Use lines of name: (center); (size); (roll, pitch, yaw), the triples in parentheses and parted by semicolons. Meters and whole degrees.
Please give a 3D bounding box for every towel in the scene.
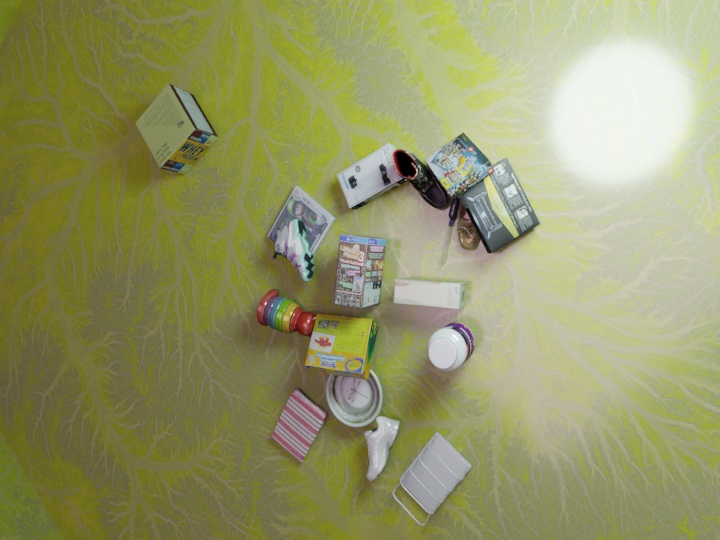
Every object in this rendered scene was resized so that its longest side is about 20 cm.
towel: (-0.205, 0.519, 1.761); (0.144, 0.030, 0.205); (33, 106, 19)

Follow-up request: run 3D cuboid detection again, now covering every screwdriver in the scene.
screwdriver: (0.255, -0.113, 1.536); (0.028, 0.028, 0.207); (15, 95, -8)

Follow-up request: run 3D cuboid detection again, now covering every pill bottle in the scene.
pill bottle: (0.250, 0.212, 1.458); (0.108, 0.199, 0.117); (1, 93, 22)

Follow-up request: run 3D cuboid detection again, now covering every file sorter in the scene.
file sorter: (0.202, 0.610, 1.534); (0.138, 0.124, 0.203); (40, 106, 17)

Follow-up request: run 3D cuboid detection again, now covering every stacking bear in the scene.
stacking bear: (-0.229, 0.153, 1.718); (0.194, 0.113, 0.126); (17, 98, 17)

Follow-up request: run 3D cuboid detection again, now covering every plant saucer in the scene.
plant saucer: (-0.014, 0.384, 1.659); (0.193, 0.050, 0.209); (1, 92, 24)

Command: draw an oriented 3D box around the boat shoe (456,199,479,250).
boat shoe: (0.305, -0.161, 1.496); (0.071, 0.062, 0.209); (1, 92, 23)

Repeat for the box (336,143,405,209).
box: (0.036, -0.286, 1.610); (0.195, 0.060, 0.120); (-25, 82, 22)

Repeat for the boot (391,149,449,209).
boot: (0.168, -0.263, 1.504); (0.073, 0.150, 0.203); (-37, 78, 19)

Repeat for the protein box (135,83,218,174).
protein box: (-0.646, -0.493, 1.858); (0.197, 0.134, 0.203); (-38, 77, 19)

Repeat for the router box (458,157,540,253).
router box: (0.371, -0.175, 1.432); (0.154, 0.052, 0.205); (-28, 91, 2)

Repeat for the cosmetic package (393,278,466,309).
cosmetic package: (0.202, 0.065, 1.528); (0.193, 0.105, 0.074); (4, 92, 21)

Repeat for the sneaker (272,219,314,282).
sneaker: (-0.228, -0.049, 1.705); (0.136, 0.077, 0.207); (-18, 75, 24)

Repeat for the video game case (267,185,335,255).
video game case: (-0.197, -0.141, 1.736); (0.180, 0.023, 0.203); (39, 106, 18)

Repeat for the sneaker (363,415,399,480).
sneaker: (0.049, 0.540, 1.621); (0.097, 0.078, 0.206); (22, 91, 12)

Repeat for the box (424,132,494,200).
box: (0.266, -0.288, 1.441); (0.134, 0.038, 0.202); (-32, 36, 10)

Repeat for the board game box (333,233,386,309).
board game box: (0.000, 0.000, 1.582); (0.094, 0.158, 0.208); (8, 94, 22)

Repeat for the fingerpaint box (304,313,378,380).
fingerpaint box: (-0.057, 0.234, 1.628); (0.193, 0.074, 0.172); (2, 66, 23)
